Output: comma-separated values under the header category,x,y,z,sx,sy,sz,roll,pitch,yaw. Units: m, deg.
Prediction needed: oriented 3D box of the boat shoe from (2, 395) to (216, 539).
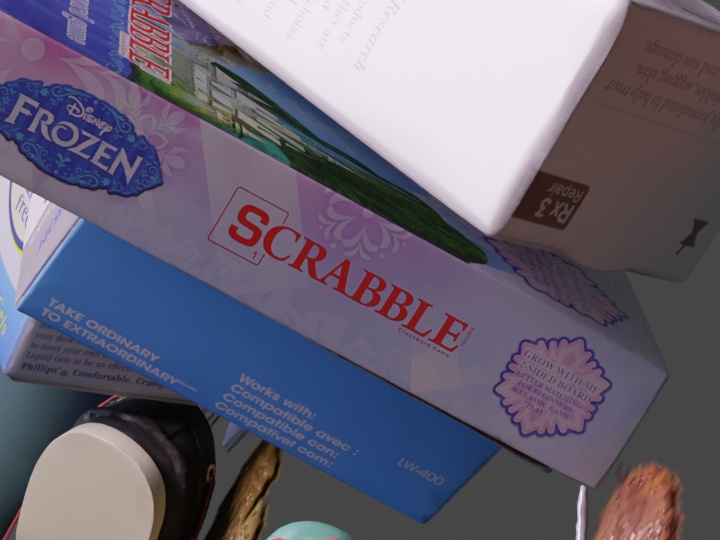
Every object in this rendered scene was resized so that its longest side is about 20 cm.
category,x,y,z,sx,sy,sz,roll,pitch,yaw
boat shoe,-0.115,0.130,1.109,0.063,0.074,0.202,-36,-21,-57

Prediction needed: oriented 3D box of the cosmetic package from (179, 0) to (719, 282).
category,x,y,z,sx,sy,sz,roll,pitch,yaw
cosmetic package,0.010,-0.081,0.764,0.200,0.102,0.074,37,104,32

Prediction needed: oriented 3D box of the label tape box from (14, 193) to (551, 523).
category,x,y,z,sx,sy,sz,roll,pitch,yaw
label tape box,-0.027,0.007,0.856,0.063,0.144,0.200,-56,14,18

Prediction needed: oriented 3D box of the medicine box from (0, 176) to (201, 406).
category,x,y,z,sx,sy,sz,roll,pitch,yaw
medicine box,-0.069,-0.085,1.049,0.200,0.103,0.182,-63,31,35

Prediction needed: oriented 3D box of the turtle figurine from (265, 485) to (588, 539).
category,x,y,z,sx,sy,sz,roll,pitch,yaw
turtle figurine,-0.017,0.137,0.683,0.200,0.100,0.150,-70,15,-11

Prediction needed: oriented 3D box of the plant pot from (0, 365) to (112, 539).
category,x,y,z,sx,sy,sz,roll,pitch,yaw
plant pot,-0.180,0.045,1.192,0.201,0.200,0.161,-45,16,49

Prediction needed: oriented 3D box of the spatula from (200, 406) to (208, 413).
category,x,y,z,sx,sy,sz,roll,pitch,yaw
spatula,-0.111,0.133,1.164,0.200,0.021,0.057,-63,-2,6

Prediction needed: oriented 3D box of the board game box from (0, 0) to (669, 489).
category,x,y,z,sx,sy,sz,roll,pitch,yaw
board game box,-0.020,-0.038,0.803,0.041,0.199,0.200,-58,15,16

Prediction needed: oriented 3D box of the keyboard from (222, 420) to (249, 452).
category,x,y,z,sx,sy,sz,roll,pitch,yaw
keyboard,0.000,0.000,1.063,0.200,0.011,0.056,-48,24,45
